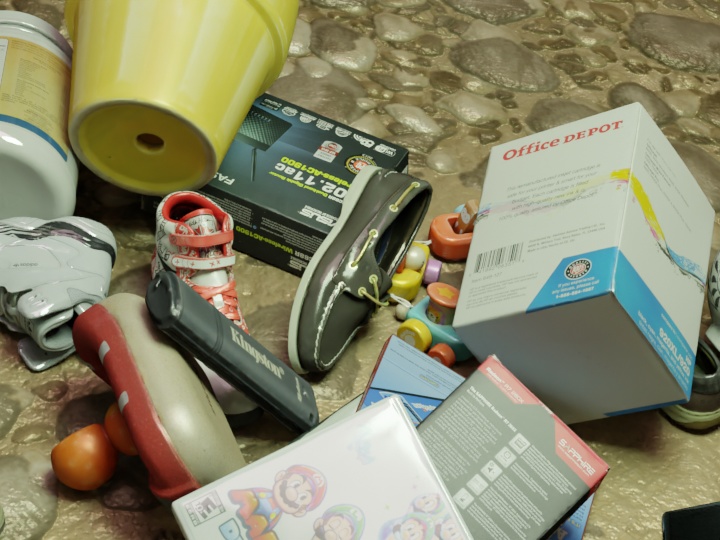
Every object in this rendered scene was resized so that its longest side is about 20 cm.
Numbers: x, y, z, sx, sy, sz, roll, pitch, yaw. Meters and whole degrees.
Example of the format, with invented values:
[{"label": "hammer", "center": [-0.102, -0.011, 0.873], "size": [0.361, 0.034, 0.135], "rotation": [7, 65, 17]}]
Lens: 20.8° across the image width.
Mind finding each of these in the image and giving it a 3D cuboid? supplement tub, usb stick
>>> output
[{"label": "supplement tub", "center": [-0.310, -0.117, 1.688], "size": [0.143, 0.146, 0.201], "rotation": [4, 40, -6]}, {"label": "usb stick", "center": [-0.095, 0.066, 1.502], "size": [0.032, 0.200, 0.056], "rotation": [-35, 45, 12]}]

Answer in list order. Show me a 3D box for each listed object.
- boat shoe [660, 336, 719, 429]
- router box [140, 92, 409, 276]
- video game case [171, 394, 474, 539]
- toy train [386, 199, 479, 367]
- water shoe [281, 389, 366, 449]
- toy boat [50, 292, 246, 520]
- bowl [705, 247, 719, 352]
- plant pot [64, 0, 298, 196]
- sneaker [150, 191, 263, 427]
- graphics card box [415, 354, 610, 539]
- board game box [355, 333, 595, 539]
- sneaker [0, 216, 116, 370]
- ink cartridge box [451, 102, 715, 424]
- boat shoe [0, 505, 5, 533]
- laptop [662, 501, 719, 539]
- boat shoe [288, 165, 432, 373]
[{"label": "boat shoe", "center": [0.241, 0.049, 1.663], "size": [0.071, 0.066, 0.201], "rotation": [-21, 48, -27]}, {"label": "router box", "center": [-0.075, -0.082, 1.756], "size": [0.198, 0.063, 0.150], "rotation": [22, 43, 14]}, {"label": "video game case", "center": [-0.009, 0.211, 1.364], "size": [0.181, 0.024, 0.201], "rotation": [-25, 72, -11]}, {"label": "toy train", "center": [0.085, 0.002, 1.696], "size": [0.149, 0.056, 0.201], "rotation": [-4, 41, -15]}, {"label": "water shoe", "center": [-0.004, 0.146, 1.516], "size": [0.199, 0.071, 0.079], "rotation": [-32, 86, -45]}, {"label": "toy boat", "center": [-0.175, 0.117, 1.480], "size": [0.130, 0.131, 0.201], "rotation": [-30, 49, 1]}, {"label": "bowl", "center": [0.351, 0.053, 1.635], "size": [0.201, 0.094, 0.201], "rotation": [45, 9, -9]}, {"label": "plant pot", "center": [-0.163, -0.175, 1.668], "size": [0.199, 0.202, 0.190], "rotation": [10, 56, 0]}, {"label": "sneaker", "center": [-0.125, 0.024, 1.587], "size": [0.067, 0.109, 0.202], "rotation": [-7, 43, -19]}, {"label": "graphics card box", "center": [0.069, 0.174, 1.425], "size": [0.125, 0.051, 0.200], "rotation": [43, 69, 12]}, {"label": "board game box", "center": [0.091, 0.138, 1.510], "size": [0.199, 0.019, 0.103], "rotation": [32, 43, -6]}, {"label": "sneaker", "center": [-0.293, 0.017, 1.587], "size": [0.198, 0.076, 0.116], "rotation": [-4, 45, -10]}, {"label": "ink cartridge box", "center": [0.185, -0.003, 1.584], "size": [0.146, 0.145, 0.201], "rotation": [-14, 44, 33]}, {"label": "boat shoe", "center": [-0.347, 0.137, 1.438], "size": [0.198, 0.074, 0.075], "rotation": [20, 41, 12]}, {"label": "laptop", "center": [0.342, 0.265, 1.476], "size": [0.199, 0.116, 0.188], "rotation": [32, 36, -19]}, {"label": "boat shoe", "center": [0.000, 0.000, 1.631], "size": [0.060, 0.072, 0.202], "rotation": [10, 60, 25]}]
